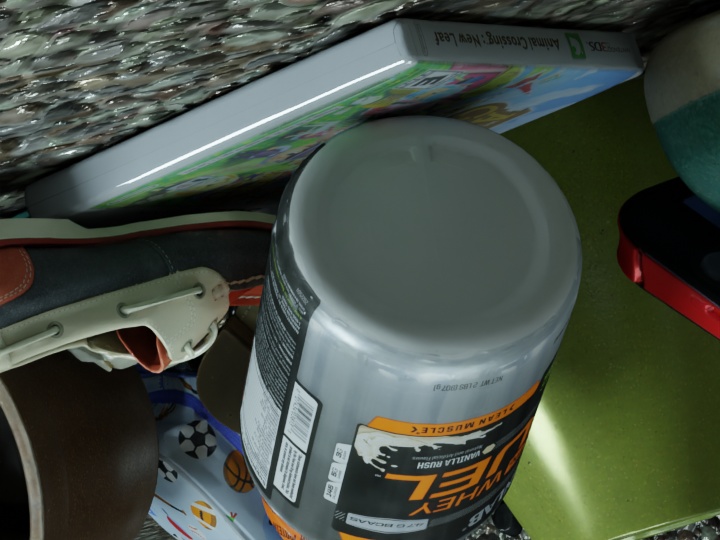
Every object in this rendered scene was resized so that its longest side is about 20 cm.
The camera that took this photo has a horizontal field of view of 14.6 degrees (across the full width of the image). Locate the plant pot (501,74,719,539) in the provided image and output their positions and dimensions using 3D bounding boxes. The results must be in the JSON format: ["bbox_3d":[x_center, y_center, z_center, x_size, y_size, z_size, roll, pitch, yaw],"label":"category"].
[{"bbox_3d":[0.106,0.031,1.350,0.187,0.201,0.187,-16,172,-2],"label":"plant pot"}]

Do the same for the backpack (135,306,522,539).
[{"bbox_3d":[-0.042,0.087,1.466,0.154,0.200,0.190,-41,-165,-10],"label":"backpack"}]

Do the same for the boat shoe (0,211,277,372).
[{"bbox_3d":[-0.096,0.013,1.168,0.200,0.063,0.071,-3,163,-40],"label":"boat shoe"}]

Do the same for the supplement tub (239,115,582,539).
[{"bbox_3d":[0.015,0.039,1.158,0.122,0.123,0.200,-14,150,-16],"label":"supplement tub"}]

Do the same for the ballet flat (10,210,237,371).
[{"bbox_3d":[-0.103,0.011,1.279,0.073,0.073,0.200,-18,171,14],"label":"ballet flat"}]

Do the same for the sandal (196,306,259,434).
[{"bbox_3d":[-0.004,-0.004,1.280,0.212,0.078,0.070,-46,-172,45],"label":"sandal"}]

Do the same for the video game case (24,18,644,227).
[{"bbox_3d":[-0.009,-0.058,1.170,0.200,0.022,0.182,-22,170,33],"label":"video game case"}]

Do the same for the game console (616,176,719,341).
[{"bbox_3d":[0.229,-0.003,1.234,0.200,0.031,0.177,-20,-140,-36],"label":"game console"}]

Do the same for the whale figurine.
[{"bbox_3d":[0.206,-0.069,1.220,0.159,0.104,0.200,-21,173,25],"label":"whale figurine"}]

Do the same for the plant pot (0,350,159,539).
[{"bbox_3d":[-0.196,0.092,1.281,0.200,0.201,0.198,-19,180,18],"label":"plant pot"}]
